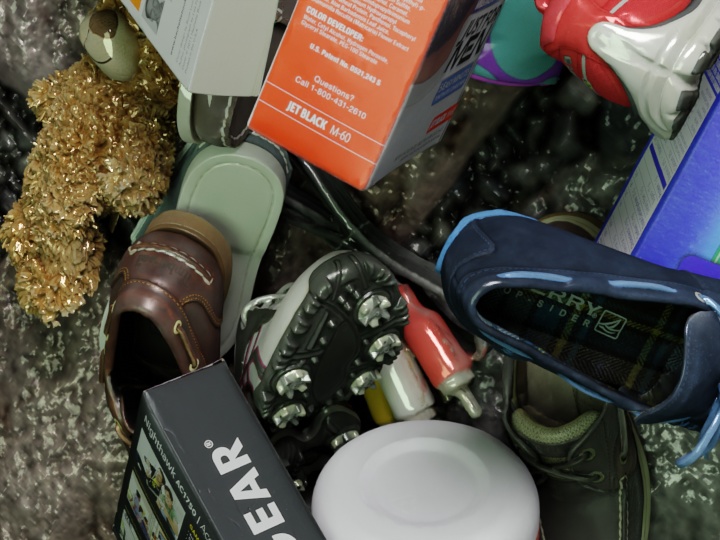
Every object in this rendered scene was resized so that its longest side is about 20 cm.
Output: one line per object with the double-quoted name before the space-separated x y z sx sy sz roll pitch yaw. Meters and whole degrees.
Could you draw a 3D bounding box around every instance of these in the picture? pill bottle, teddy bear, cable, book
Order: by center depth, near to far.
"book" -0.078 -0.182 0.734 0.200 0.048 0.135 56 137 49
"pill bottle" 0.034 0.183 0.862 0.111 0.113 0.202 13 127 21
"cable" 0.000 0.000 0.876 0.201 0.050 0.097 54 138 1
"teddy bear" -0.144 -0.068 0.897 0.066 0.146 0.200 20 131 -27

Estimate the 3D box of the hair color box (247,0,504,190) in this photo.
"hair color box" 0.033 -0.143 0.703 0.064 0.111 0.201 28 113 11

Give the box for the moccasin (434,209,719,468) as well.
"moccasin" 0.123 0.040 0.695 0.198 0.068 0.081 15 112 -7

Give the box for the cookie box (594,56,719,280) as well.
"cookie box" 0.209 -0.022 0.742 0.170 0.075 0.201 23 114 -5

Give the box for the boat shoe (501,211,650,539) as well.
"boat shoe" 0.100 0.075 0.847 0.073 0.065 0.202 -5 99 27

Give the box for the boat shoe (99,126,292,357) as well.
"boat shoe" -0.087 -0.013 0.910 0.072 0.062 0.201 18 136 -14

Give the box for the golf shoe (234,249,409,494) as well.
"golf shoe" -0.034 0.040 0.853 0.089 0.077 0.201 61 155 25

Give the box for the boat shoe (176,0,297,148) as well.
"boat shoe" -0.027 -0.147 0.819 0.059 0.072 0.202 23 82 8

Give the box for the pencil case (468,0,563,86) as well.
"pencil case" 0.080 -0.186 0.781 0.092 0.085 0.202 19 110 2

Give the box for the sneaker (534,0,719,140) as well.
"sneaker" 0.114 -0.124 0.713 0.084 0.200 0.077 27 113 1

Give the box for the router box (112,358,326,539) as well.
"router box" -0.053 0.168 0.831 0.201 0.051 0.150 58 151 24

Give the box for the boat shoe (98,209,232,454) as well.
"boat shoe" -0.107 0.058 0.890 0.070 0.071 0.201 14 140 9
